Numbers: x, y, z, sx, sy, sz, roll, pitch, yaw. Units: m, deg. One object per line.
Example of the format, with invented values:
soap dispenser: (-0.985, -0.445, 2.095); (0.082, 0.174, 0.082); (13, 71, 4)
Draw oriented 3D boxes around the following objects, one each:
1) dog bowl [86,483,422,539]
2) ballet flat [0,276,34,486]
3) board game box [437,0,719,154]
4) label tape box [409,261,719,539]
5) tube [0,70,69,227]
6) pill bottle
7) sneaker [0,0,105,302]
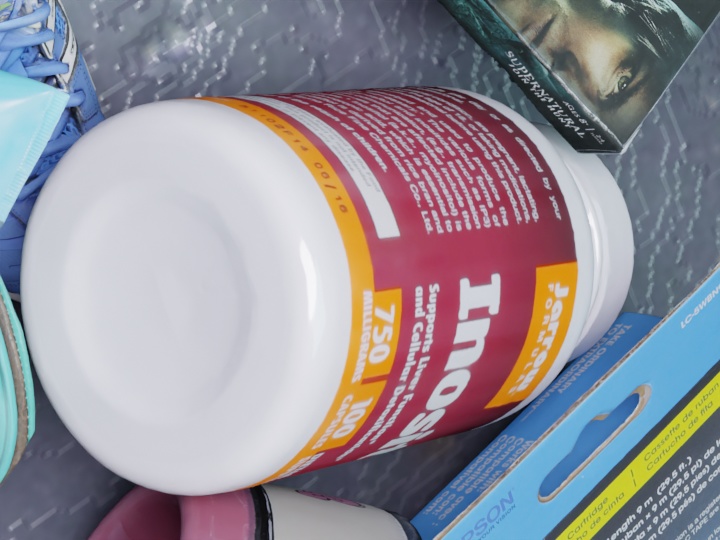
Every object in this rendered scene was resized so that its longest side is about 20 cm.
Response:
dog bowl: (-0.060, 0.148, 0.781); (0.074, 0.200, 0.200); (28, 83, -16)
ballet flat: (-0.156, -0.023, 0.748); (0.067, 0.070, 0.200); (-33, 104, -3)
board game box: (0.089, -0.155, 0.833); (0.135, 0.028, 0.200); (45, 69, -25)
label tape box: (0.071, 0.091, 0.888); (0.144, 0.063, 0.200); (-42, 140, -20)
tube: (-0.180, -0.053, 0.680); (0.200, 0.050, 0.077); (25, 95, -19)
pill bottle: (0.000, 0.000, 0.807); (0.200, 0.113, 0.113); (-9, 105, -55)
sneaker: (-0.120, -0.063, 0.765); (0.076, 0.077, 0.200); (-45, 122, -20)
